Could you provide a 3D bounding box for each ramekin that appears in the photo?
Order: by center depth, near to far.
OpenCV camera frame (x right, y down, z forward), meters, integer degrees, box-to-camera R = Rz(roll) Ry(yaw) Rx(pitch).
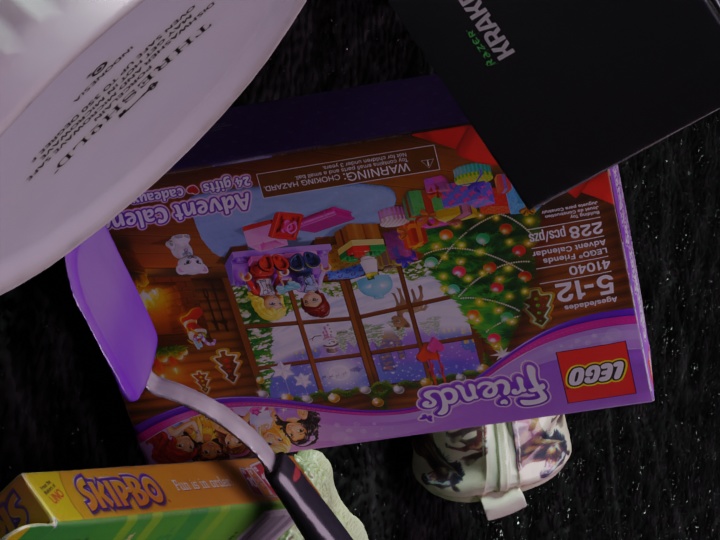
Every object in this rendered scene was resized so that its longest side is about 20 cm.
[{"bbox_3d":[-0.096,-0.074,0.652,0.202,0.094,0.202,-43,171,-9],"label":"ramekin"}]

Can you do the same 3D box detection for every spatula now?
[{"bbox_3d":[-0.045,0.060,0.832,0.200,0.021,0.057,50,21,-18],"label":"spatula"}]

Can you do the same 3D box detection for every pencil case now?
[{"bbox_3d":[0.055,0.012,1.104,0.090,0.078,0.201,-86,171,-67],"label":"pencil case"}]

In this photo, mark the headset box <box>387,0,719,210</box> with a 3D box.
[{"bbox_3d":[0.065,-0.140,0.750,0.174,0.093,0.200,56,32,-10],"label":"headset box"}]

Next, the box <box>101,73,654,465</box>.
[{"bbox_3d":[0.000,0.000,0.863,0.039,0.199,0.137,-86,164,-52],"label":"box"}]

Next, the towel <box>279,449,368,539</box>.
[{"bbox_3d":[-0.037,0.192,1.007,0.200,0.036,0.149,-67,148,-31],"label":"towel"}]

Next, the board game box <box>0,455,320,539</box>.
[{"bbox_3d":[-0.096,0.106,0.821,0.096,0.030,0.200,-44,163,18],"label":"board game box"}]
